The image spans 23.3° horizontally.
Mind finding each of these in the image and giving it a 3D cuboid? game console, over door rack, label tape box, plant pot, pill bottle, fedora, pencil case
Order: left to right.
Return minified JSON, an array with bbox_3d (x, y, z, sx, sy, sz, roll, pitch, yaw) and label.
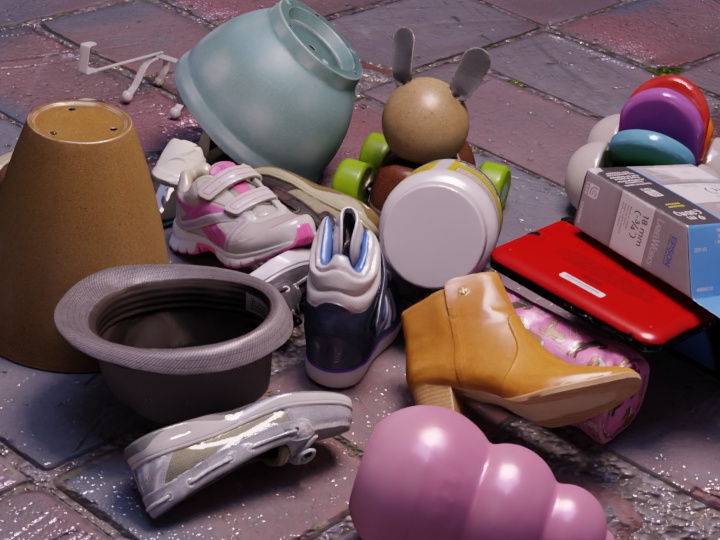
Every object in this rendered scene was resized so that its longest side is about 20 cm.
[{"bbox_3d":[-0.253,-0.042,1.565,0.184,0.202,0.187,5,29,-3],"label":"plant pot"},{"bbox_3d":[-0.219,-0.208,1.999,0.147,0.067,0.200,18,10,20],"label":"over door rack"},{"bbox_3d":[-0.152,0.068,1.461,0.198,0.091,0.177,2,26,9],"label":"fedora"},{"bbox_3d":[-0.082,-0.203,1.871,0.200,0.134,0.201,36,25,-20],"label":"plant pot"},{"bbox_3d":[0.077,-0.044,1.669,0.113,0.115,0.200,10,9,6],"label":"pill bottle"},{"bbox_3d":[0.161,0.076,1.550,0.199,0.087,0.083,29,55,32],"label":"pencil case"},{"bbox_3d":[0.234,0.046,1.594,0.172,0.120,0.199,-22,38,-39],"label":"game console"},{"bbox_3d":[0.312,-0.030,1.568,0.143,0.064,0.200,-5,27,-37],"label":"label tape box"}]

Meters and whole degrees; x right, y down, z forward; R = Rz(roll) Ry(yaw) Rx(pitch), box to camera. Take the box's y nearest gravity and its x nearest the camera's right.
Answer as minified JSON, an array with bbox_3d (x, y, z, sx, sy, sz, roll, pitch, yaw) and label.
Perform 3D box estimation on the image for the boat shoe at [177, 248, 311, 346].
[{"bbox_3d":[-0.089,0.040,1.596,0.066,0.070,0.199,43,36,19],"label":"boat shoe"}]

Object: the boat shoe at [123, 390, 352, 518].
[{"bbox_3d":[-0.091,0.145,1.404,0.201,0.074,0.065,-11,75,-34],"label":"boat shoe"}]

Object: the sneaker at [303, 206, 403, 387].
[{"bbox_3d":[0.000,0.000,1.594,0.080,0.148,0.200,12,29,10],"label":"sneaker"}]

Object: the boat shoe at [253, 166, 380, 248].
[{"bbox_3d":[-0.064,-0.051,1.757,0.200,0.072,0.066,18,59,41],"label":"boat shoe"}]

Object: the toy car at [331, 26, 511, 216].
[{"bbox_3d":[0.073,-0.154,1.837,0.163,0.202,0.158,15,29,16],"label":"toy car"}]

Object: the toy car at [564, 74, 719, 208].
[{"bbox_3d":[0.327,-0.133,1.905,0.174,0.151,0.200,16,30,17],"label":"toy car"}]

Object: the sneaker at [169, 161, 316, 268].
[{"bbox_3d":[-0.122,-0.058,1.693,0.081,0.089,0.199,-21,21,-41],"label":"sneaker"}]

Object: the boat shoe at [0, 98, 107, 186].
[{"bbox_3d":[-0.307,-0.115,1.818,0.074,0.075,0.202,6,36,29],"label":"boat shoe"}]

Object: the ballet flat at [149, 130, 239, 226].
[{"bbox_3d":[-0.177,-0.113,1.850,0.067,0.069,0.200,18,30,20],"label":"ballet flat"}]

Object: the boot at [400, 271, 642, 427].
[{"bbox_3d":[0.131,0.063,1.487,0.199,0.071,0.145,-15,58,14],"label":"boot"}]

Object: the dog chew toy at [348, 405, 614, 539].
[{"bbox_3d":[0.094,0.181,1.319,0.198,0.125,0.125,19,30,6],"label":"dog chew toy"}]
